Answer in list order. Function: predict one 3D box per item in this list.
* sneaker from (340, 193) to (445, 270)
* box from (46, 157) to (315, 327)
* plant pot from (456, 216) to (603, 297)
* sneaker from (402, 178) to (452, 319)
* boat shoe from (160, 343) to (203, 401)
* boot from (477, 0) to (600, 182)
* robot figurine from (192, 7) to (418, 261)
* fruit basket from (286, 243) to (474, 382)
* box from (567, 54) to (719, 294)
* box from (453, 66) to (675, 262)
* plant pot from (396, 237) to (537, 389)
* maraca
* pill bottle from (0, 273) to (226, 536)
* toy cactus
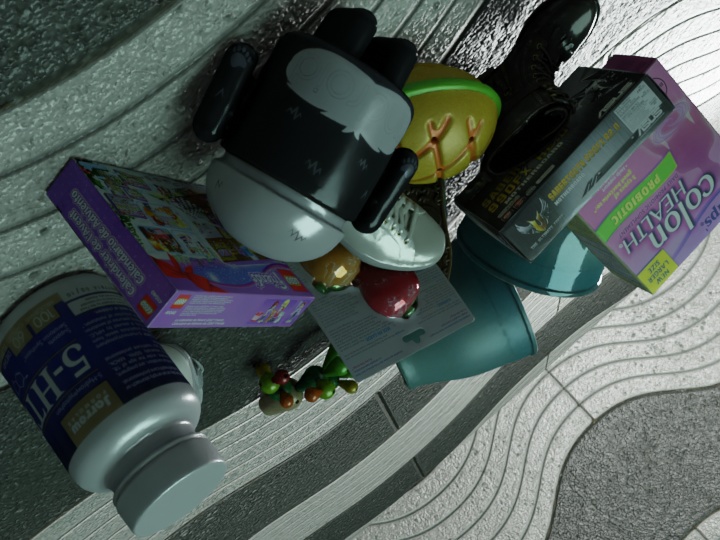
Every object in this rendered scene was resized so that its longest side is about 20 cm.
[{"bbox_3d":[0.011,-0.059,0.867,0.199,0.073,0.085,26,154,-27],"label":"sneaker"},{"bbox_3d":[-0.134,-0.016,0.754,0.039,0.137,0.200,-48,159,16],"label":"box"},{"bbox_3d":[0.246,-0.100,1.224,0.200,0.200,0.189,-20,135,-47],"label":"plant pot"},{"bbox_3d":[0.068,-0.039,1.062,0.067,0.201,0.090,0,175,5],"label":"sneaker"},{"bbox_3d":[-0.201,0.129,1.039,0.069,0.072,0.201,-55,163,-37],"label":"boat shoe"},{"bbox_3d":[0.186,-0.187,0.967,0.200,0.069,0.174,-47,-158,17],"label":"boot"},{"bbox_3d":[-0.038,-0.105,0.747,0.201,0.150,0.125,-60,168,2],"label":"robot figurine"},{"bbox_3d":[0.000,0.000,0.952,0.185,0.201,0.094,-23,169,-43],"label":"fruit basket"},{"bbox_3d":[0.309,-0.109,1.081,0.176,0.200,0.097,-47,-159,1],"label":"box"},{"bbox_3d":[0.195,-0.112,0.951,0.200,0.048,0.158,-47,-162,4],"label":"box"},{"bbox_3d":[0.121,0.068,1.354,0.187,0.201,0.200,-25,159,-1],"label":"plant pot"},{"bbox_3d":[0.041,-0.137,0.893,0.199,0.107,0.137,-5,153,-28],"label":"maraca"},{"bbox_3d":[-0.204,0.112,0.790,0.119,0.200,0.120,-36,159,-16],"label":"pill bottle"},{"bbox_3d":[-0.082,0.146,1.288,0.165,0.103,0.200,-33,171,36],"label":"toy cactus"}]
